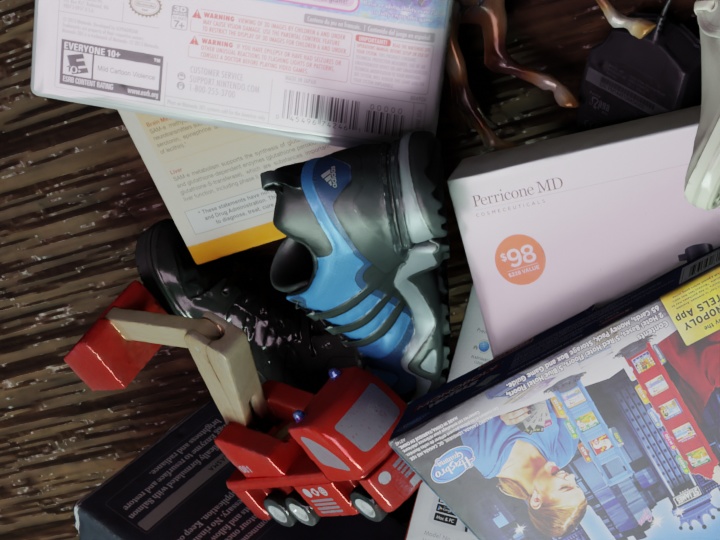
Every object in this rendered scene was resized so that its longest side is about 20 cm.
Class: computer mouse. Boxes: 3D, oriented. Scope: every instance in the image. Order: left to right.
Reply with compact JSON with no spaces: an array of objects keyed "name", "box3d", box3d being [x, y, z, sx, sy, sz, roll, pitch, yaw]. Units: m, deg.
[{"name":"computer mouse","box3d":[0.148,-0.125,1.100,0.058,0.034,0.201,35,126,29]}]

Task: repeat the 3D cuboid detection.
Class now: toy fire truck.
[{"name":"toy fire truck","box3d":[-0.058,0.065,1.201,0.141,0.049,0.200,49,153,-16]}]

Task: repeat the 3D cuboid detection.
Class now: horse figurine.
[{"name":"horse figurine","box3d":[0.070,-0.139,1.110,0.133,0.050,0.200,51,135,9]}]

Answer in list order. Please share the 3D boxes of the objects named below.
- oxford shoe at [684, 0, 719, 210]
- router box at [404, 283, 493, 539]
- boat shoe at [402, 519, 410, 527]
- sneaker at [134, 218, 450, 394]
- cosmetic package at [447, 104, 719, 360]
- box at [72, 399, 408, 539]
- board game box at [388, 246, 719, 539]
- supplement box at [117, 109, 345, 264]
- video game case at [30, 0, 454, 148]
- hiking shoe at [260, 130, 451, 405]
[{"name":"oxford shoe","box3d":[0.169,-0.124,1.013,0.057,0.075,0.201,18,87,11]},{"name":"router box","box3d":[0.133,0.103,1.165,0.199,0.049,0.181,12,84,20]},{"name":"boat shoe","box3d":[0.074,0.177,1.293,0.199,0.065,0.072,-6,115,30]},{"name":"sneaker","box3d":[-0.023,0.033,1.263,0.104,0.060,0.200,-31,107,38]},{"name":"cosmetic package","box3d":[0.155,0.003,1.092,0.199,0.052,0.152,-13,100,16]},{"name":"box","box3d":[-0.048,0.214,1.304,0.199,0.117,0.198,31,139,27]},{"name":"board game box","box3d":[0.149,0.109,1.062,0.199,0.062,0.201,-28,97,17]},{"name":"supplement box","box3d":[-0.063,-0.118,1.178,0.125,0.074,0.201,-15,111,28]},{"name":"video game case","box3d":[-0.052,-0.154,1.096,0.198,0.024,0.183,10,115,6]},{"name":"hiking shoe","box3d":[0.000,0.000,1.144,0.086,0.075,0.201,-2,144,1]}]
